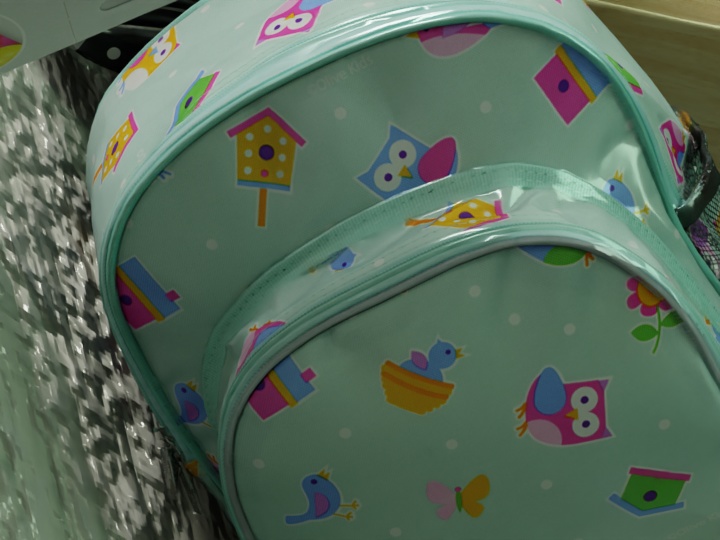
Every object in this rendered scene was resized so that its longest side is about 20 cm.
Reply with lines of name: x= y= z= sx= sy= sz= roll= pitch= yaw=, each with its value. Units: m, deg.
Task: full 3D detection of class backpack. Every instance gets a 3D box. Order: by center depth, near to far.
backpack: x=0.020 y=0.009 z=0.755 sx=0.200 sy=0.176 sz=0.153 roll=58 pitch=12 yaw=-21

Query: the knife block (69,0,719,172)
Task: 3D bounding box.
knife block: x=0.013 y=-0.075 z=0.836 sx=0.200 sy=0.064 sz=0.176 roll=32 pitch=31 yaw=18

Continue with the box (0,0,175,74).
box: x=-0.085 y=-0.116 z=0.582 sx=0.200 sy=0.156 sz=0.041 roll=45 pitch=28 yaw=-58
